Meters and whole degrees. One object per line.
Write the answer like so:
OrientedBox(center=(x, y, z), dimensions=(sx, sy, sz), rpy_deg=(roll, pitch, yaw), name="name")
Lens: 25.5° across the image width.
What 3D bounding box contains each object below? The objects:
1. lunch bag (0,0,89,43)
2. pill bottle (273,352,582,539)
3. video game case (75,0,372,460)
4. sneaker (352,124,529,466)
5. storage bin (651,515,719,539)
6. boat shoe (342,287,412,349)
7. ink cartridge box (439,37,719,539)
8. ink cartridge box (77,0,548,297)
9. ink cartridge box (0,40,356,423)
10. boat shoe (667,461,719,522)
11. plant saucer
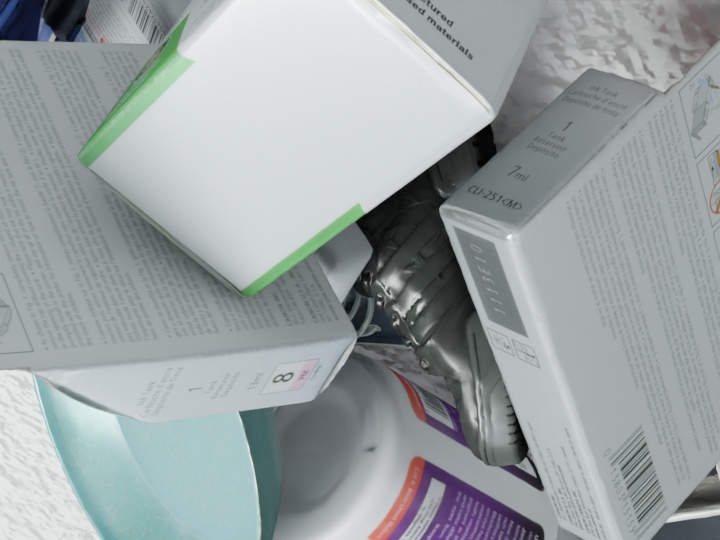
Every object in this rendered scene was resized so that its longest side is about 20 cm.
OrientedBox(center=(-0.190, -0.122, 0.691), dimensions=(0.132, 0.136, 0.200), rpy_deg=(32, 137, -11), name="lunch bag")
OrientedBox(center=(0.036, 0.130, 0.854), dimensions=(0.111, 0.112, 0.200), rpy_deg=(-16, 145, 37), name="pill bottle")
OrientedBox(center=(-0.083, -0.033, 0.738), dimensions=(0.200, 0.024, 0.182), rpy_deg=(56, 144, 19), name="video game case")
OrientedBox(center=(0.013, -0.008, 0.710), dimensions=(0.104, 0.200, 0.060), rpy_deg=(-9, 175, 16), name="sneaker")
OrientedBox(center=(0.185, 0.220, 0.856), dimensions=(0.134, 0.200, 0.146), rpy_deg=(26, 141, 14), name="storage bin")
OrientedBox(center=(0.000, 0.000, 0.778), dimensions=(0.200, 0.075, 0.062), rpy_deg=(-3, 169, 36), name="boat shoe")
OrientedBox(center=(0.130, -0.002, 0.670), dimensions=(0.044, 0.174, 0.200), rpy_deg=(24, 149, 43), name="ink cartridge box")
OrientedBox(center=(0.004, -0.108, 0.568), dimensions=(0.084, 0.200, 0.146), rpy_deg=(39, 137, -14), name="ink cartridge box")
OrientedBox(center=(-0.120, -0.017, 0.578), dimensions=(0.200, 0.163, 0.057), rpy_deg=(-7, 143, -33), name="ink cartridge box")
OrientedBox(center=(0.198, 0.091, 0.793), dimensions=(0.200, 0.066, 0.072), rpy_deg=(-13, 128, 35), name="boat shoe")
OrientedBox(center=(-0.094, 0.066, 0.751), dimensions=(0.200, 0.036, 0.200), rpy_deg=(28, 128, 43), name="plant saucer")
